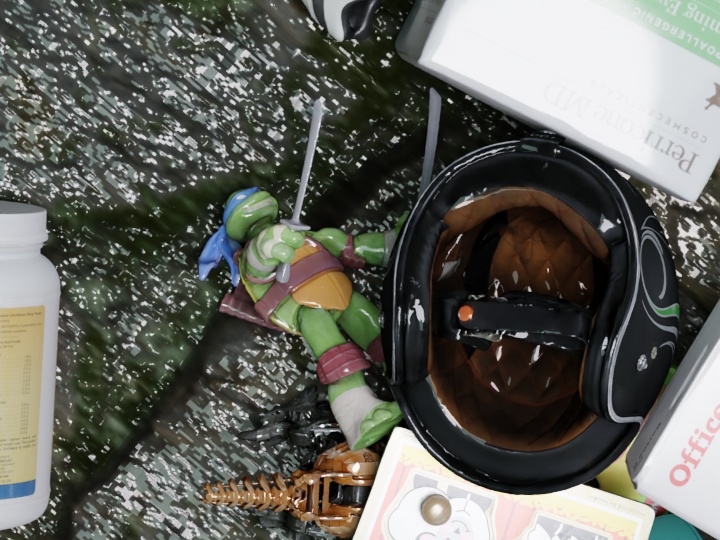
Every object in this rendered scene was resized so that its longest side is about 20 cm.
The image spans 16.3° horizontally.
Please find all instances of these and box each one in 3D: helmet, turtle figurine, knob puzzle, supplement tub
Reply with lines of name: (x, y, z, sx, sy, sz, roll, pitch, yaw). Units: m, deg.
helmet: (0.102, 0.028, 1.520, 0.198, 0.191, 0.202, -3, 70, 8)
turtle figurine: (0.000, 0.000, 1.611, 0.199, 0.144, 0.195, -34, 77, 7)
knob puzzle: (0.073, 0.218, 1.570, 0.218, 0.030, 0.222, 0, 92, -3)
supplement tub: (-0.267, 0.058, 1.619, 0.143, 0.145, 0.202, 3, 95, -3)

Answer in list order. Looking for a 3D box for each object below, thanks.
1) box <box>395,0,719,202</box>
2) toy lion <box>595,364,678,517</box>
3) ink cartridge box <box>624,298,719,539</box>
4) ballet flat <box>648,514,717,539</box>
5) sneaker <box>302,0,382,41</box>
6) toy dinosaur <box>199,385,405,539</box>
box: (0.147, -0.166, 1.585, 0.198, 0.200, 0.172, 26, 96, -6)
toy lion: (0.147, 0.107, 1.687, 0.190, 0.069, 0.202, 20, 95, 3)
ink cartridge box: (0.275, 0.107, 1.475, 0.199, 0.084, 0.146, 30, 98, -3)
ballet flat: (0.228, 0.184, 1.627, 0.199, 0.067, 0.071, -27, 120, 0)
sneaker: (0.032, -0.223, 1.602, 0.200, 0.073, 0.080, -42, 72, 36)
toy dinosaur: (-0.011, 0.133, 1.634, 0.199, 0.135, 0.103, 25, 82, -35)
